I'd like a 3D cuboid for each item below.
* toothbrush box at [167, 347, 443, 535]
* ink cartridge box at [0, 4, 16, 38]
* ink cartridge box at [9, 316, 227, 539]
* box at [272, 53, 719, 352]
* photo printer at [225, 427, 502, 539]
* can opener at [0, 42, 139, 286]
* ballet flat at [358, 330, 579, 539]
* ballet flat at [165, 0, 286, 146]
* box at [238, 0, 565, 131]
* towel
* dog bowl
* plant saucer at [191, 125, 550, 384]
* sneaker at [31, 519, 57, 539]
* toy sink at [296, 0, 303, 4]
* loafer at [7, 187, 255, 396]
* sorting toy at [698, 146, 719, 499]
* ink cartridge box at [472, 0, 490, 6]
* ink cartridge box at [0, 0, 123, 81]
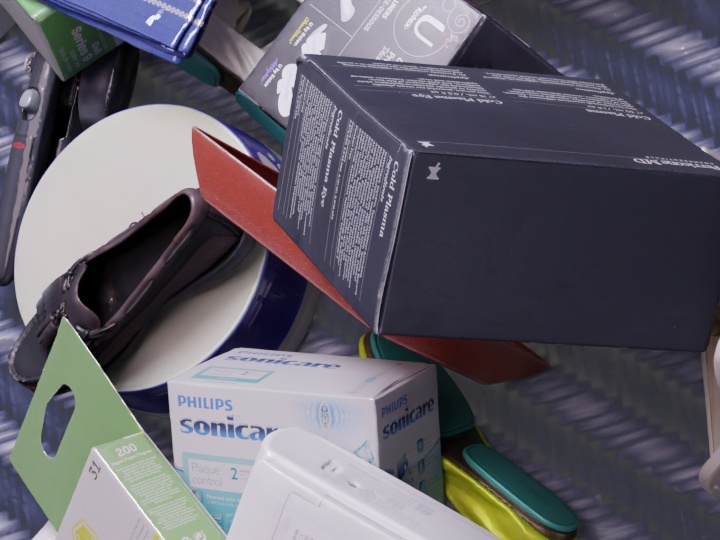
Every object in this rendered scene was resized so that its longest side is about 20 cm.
[{"bbox_3d":[-0.029,0.156,1.592,0.146,0.085,0.201,5,104,28],"label":"toothbrush box"},{"bbox_3d":[-0.350,-0.231,1.847,0.084,0.200,0.145,-43,61,14],"label":"ink cartridge box"},{"bbox_3d":[-0.167,0.150,1.619,0.200,0.048,0.146,49,135,25],"label":"ink cartridge box"},{"bbox_3d":[0.076,-0.039,1.433,0.182,0.199,0.105,-134,51,-62],"label":"box"},{"bbox_3d":[-0.014,0.214,1.510,0.166,0.069,0.201,27,114,16],"label":"photo printer"},{"bbox_3d":[-0.217,-0.084,1.812,0.078,0.063,0.201,15,84,53],"label":"can opener"},{"bbox_3d":[0.054,0.121,1.622,0.200,0.067,0.067,46,120,28],"label":"ballet flat"},{"bbox_3d":[-0.076,-0.141,1.731,0.200,0.069,0.070,36,94,0],"label":"ballet flat"},{"bbox_3d":[0.043,-0.101,1.607,0.115,0.200,0.132,39,95,31],"label":"box"},{"bbox_3d":[-0.123,-0.243,1.694,0.144,0.024,0.201,24,81,26],"label":"towel"},{"bbox_3d":[-0.128,-0.007,1.738,0.199,0.079,0.201,-8,72,25],"label":"dog bowl"},{"bbox_3d":[0.000,0.000,1.601,0.200,0.199,0.037,38,95,30],"label":"plant saucer"},{"bbox_3d":[-0.227,0.216,1.694,0.079,0.130,0.200,37,93,29],"label":"sneaker"},{"bbox_3d":[0.016,-0.260,1.719,0.130,0.112,0.201,33,97,30],"label":"toy sink"},{"bbox_3d":[-0.157,0.007,1.660,0.200,0.063,0.072,-36,61,19],"label":"loafer"},{"bbox_3d":[0.224,0.013,1.491,0.106,0.180,0.201,-9,72,20],"label":"sorting toy"},{"bbox_3d":[0.111,-0.233,1.663,0.199,0.109,0.051,-22,68,20],"label":"ink cartridge box"},{"bbox_3d":[-0.168,-0.248,1.789,0.200,0.088,0.145,-36,62,-9],"label":"ink cartridge box"}]
